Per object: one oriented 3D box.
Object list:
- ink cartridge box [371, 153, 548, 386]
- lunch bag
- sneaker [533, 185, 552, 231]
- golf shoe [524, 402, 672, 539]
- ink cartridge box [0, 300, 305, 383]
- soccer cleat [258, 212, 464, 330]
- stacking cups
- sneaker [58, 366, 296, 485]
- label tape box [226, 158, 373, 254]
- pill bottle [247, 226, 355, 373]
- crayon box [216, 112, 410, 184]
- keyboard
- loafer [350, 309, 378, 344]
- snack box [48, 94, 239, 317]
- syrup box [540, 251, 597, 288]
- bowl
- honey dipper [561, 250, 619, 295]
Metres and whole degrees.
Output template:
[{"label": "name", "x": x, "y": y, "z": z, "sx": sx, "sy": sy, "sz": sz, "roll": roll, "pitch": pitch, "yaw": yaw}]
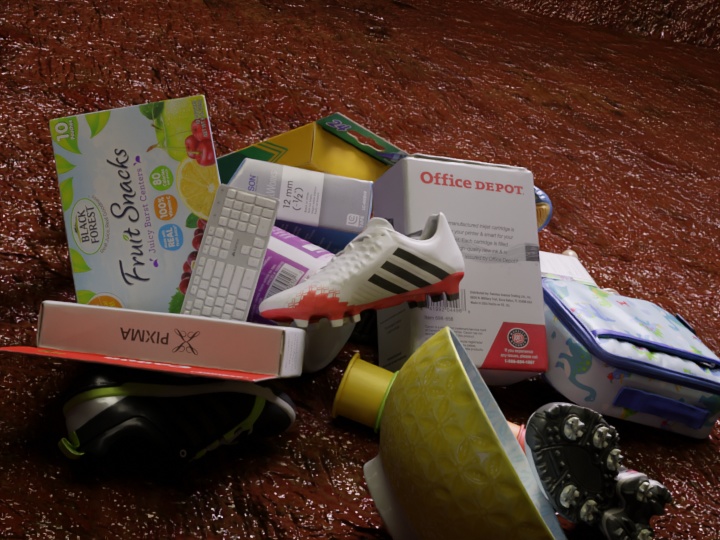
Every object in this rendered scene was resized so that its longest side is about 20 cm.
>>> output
[{"label": "ink cartridge box", "x": 0.093, "y": 0.003, "z": 1.275, "sx": 0.143, "sy": 0.202, "sz": 0.084, "roll": 5, "pitch": -16, "yaw": -24}, {"label": "lunch bag", "x": 0.261, "y": 0.086, "z": 1.308, "sx": 0.199, "sy": 0.083, "sz": 0.161, "roll": 16, "pitch": 23, "yaw": -28}, {"label": "sneaker", "x": 0.135, "y": -0.052, "z": 1.508, "sx": 0.199, "sy": 0.076, "sz": 0.088, "roll": -9, "pitch": -22, "yaw": 35}, {"label": "golf shoe", "x": 0.166, "y": 0.159, "z": 1.048, "sx": 0.088, "sy": 0.077, "sz": 0.200, "roll": 23, "pitch": -16, "yaw": 44}, {"label": "ink cartridge box", "x": -0.155, "y": 0.053, "z": 1.030, "sx": 0.198, "sy": 0.044, "sz": 0.174, "roll": 6, "pitch": -3, "yaw": 8}, {"label": "soccer cleat", "x": 0.000, "y": 0.000, "z": 1.155, "sx": 0.199, "sy": 0.086, "sz": 0.069, "roll": -11, "pitch": 0, "yaw": -25}, {"label": "stacking cups", "x": 0.076, "y": 0.137, "z": 1.151, "sx": 0.199, "sy": 0.061, "sz": 0.061, "roll": 23, "pitch": 22, "yaw": 6}, {"label": "sneaker", "x": -0.140, "y": 0.130, "z": 1.033, "sx": 0.199, "sy": 0.072, "sz": 0.083, "roll": 7, "pitch": 56, "yaw": -30}, {"label": "label tape box", "x": -0.100, "y": -0.059, "z": 1.391, "sx": 0.198, "sy": 0.067, "sz": 0.143, "roll": 12, "pitch": -20, "yaw": -10}, {"label": "pill bottle", "x": -0.106, "y": 0.008, "z": 1.257, "sx": 0.199, "sy": 0.113, "sz": 0.112, "roll": 25, "pitch": 24, "yaw": 25}, {"label": "crayon box", "x": -0.055, "y": -0.098, "z": 1.438, "sx": 0.199, "sy": 0.052, "sz": 0.125, "roll": -16, "pitch": -30, "yaw": 42}, {"label": "keyboard", "x": -0.121, "y": 0.026, "z": 1.134, "sx": 0.056, "sy": 0.202, "sz": 0.011, "roll": 13, "pitch": -14, "yaw": 7}, {"label": "loafer", "x": 0.037, "y": 0.035, "z": 1.345, "sx": 0.199, "sy": 0.076, "sz": 0.068, "roll": 20, "pitch": 19, "yaw": -14}, {"label": "snack box", "x": -0.189, "y": -0.043, "z": 1.179, "sx": 0.141, "sy": 0.202, "sz": 0.053, "roll": -11, "pitch": -12, "yaw": -6}, {"label": "syrup box", "x": 0.142, "y": 0.020, "z": 1.433, "sx": 0.198, "sy": 0.079, "sz": 0.082, "roll": 9, "pitch": 22, "yaw": -13}, {"label": "bowl", "x": 0.067, "y": 0.154, "z": 0.987, "sx": 0.107, "sy": 0.201, "sz": 0.200, "roll": -29, "pitch": 24, "yaw": 6}, {"label": "honey dipper", "x": 0.275, "y": 0.018, "z": 1.588, "sx": 0.038, "sy": 0.038, "sz": 0.200, "roll": 10, "pitch": 19, "yaw": -11}]
